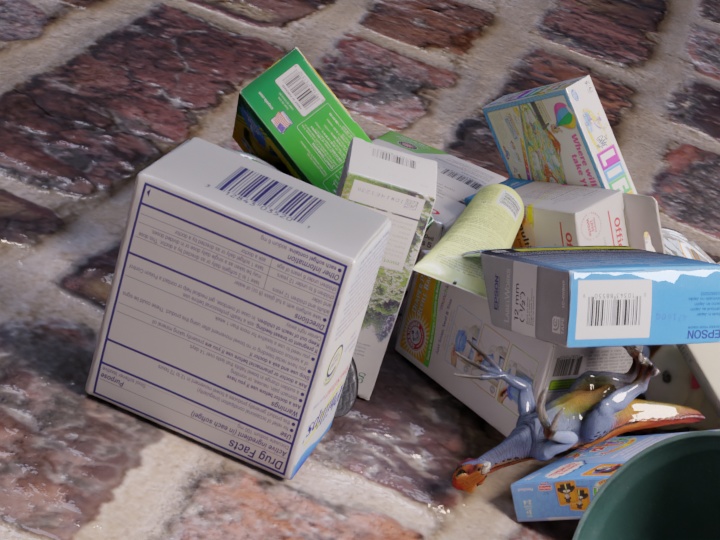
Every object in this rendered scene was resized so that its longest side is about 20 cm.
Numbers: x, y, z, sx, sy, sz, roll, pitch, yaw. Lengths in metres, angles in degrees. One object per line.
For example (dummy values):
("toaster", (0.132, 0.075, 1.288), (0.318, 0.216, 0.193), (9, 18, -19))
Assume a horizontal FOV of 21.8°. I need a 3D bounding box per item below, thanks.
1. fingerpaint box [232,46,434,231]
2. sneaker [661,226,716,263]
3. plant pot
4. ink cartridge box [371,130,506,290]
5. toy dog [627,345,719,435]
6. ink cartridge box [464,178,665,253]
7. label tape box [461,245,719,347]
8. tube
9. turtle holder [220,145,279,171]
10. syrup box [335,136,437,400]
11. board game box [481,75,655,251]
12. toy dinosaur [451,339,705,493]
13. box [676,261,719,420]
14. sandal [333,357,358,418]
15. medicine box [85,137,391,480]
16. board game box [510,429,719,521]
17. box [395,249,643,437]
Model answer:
("fingerpaint box", (-0.031, -0.086, 1.720), (0.200, 0.073, 0.167), (52, -10, 3))
("sneaker", (0.344, 0.019, 1.960), (0.199, 0.076, 0.092), (22, 28, 13))
("plant pot", (0.261, 0.230, 1.308), (0.134, 0.201, 0.200), (34, 7, -44))
("ink cartridge box", (0.046, -0.062, 1.906), (0.145, 0.085, 0.200), (24, 23, 16))
("toy dog", (0.316, 0.091, 1.697), (0.199, 0.141, 0.194), (5, 13, -27))
("ink cartridge box", (0.193, -0.016, 1.750), (0.068, 0.116, 0.199), (-23, 19, -33))
("label tape box", (0.185, 0.018, 1.516), (0.142, 0.067, 0.200), (-2, 5, -21))
("tube", (0.102, -0.022, 1.644), (0.058, 0.052, 0.200), (-19, 15, 20))
("turtle holder", (-0.102, -0.040, 1.679), (0.184, 0.142, 0.132), (7, 24, -21))
("syrup box", (0.000, 0.000, 1.585), (0.078, 0.201, 0.082), (16, 25, -4))
("board game box", (0.204, -0.079, 1.791), (0.034, 0.201, 0.134), (-30, 13, -30))
("toy dinosaur", (0.164, 0.132, 1.493), (0.200, 0.182, 0.105), (43, 5, -18))
("box", (0.326, 0.096, 1.571), (0.201, 0.068, 0.082), (60, 2, 8))
("sandal", (-0.084, 0.060, 1.563), (0.199, 0.077, 0.043), (26, 2, 18))
("medicine box", (-0.095, 0.029, 1.452), (0.181, 0.201, 0.103), (22, 25, 11))
("board game box", (0.242, 0.160, 1.484), (0.199, 0.037, 0.151), (-7, 6, 37))
("box", (0.136, 0.065, 1.647), (0.112, 0.102, 0.200), (-1, 25, -37))
